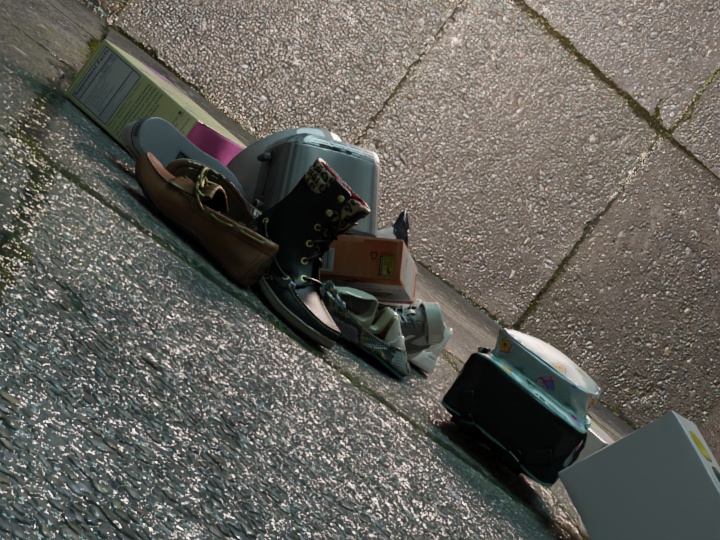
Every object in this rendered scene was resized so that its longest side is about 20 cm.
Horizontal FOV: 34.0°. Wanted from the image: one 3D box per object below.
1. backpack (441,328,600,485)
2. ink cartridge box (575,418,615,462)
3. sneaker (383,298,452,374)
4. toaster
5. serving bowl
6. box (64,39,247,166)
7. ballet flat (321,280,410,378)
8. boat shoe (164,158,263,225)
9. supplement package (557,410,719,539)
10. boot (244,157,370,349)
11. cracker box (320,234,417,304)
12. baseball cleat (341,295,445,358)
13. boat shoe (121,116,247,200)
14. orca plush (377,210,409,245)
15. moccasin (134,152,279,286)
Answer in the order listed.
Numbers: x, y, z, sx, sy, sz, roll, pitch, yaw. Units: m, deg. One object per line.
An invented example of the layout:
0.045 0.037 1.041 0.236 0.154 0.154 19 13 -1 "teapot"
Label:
0.206 0.166 1.466 0.175 0.154 0.200 34 -2 14 "backpack"
0.339 0.273 1.862 0.145 0.084 0.200 34 7 -40 "ink cartridge box"
0.068 0.073 1.750 0.075 0.081 0.200 31 8 -41 "sneaker"
-0.050 -0.101 1.561 0.198 0.131 0.113 12 -11 -30 "toaster"
-0.101 -0.114 1.683 0.200 0.199 0.066 30 33 -57 "serving bowl"
-0.282 -0.207 1.656 0.200 0.097 0.176 41 6 20 "box"
0.011 0.069 1.457 0.200 0.072 0.072 35 6 -38 "ballet flat"
-0.168 -0.064 1.445 0.202 0.075 0.075 39 -14 -24 "boat shoe"
0.347 0.270 1.360 0.153 0.150 0.200 64 15 20 "supplement package"
-0.050 -0.023 1.343 0.073 0.151 0.200 35 12 -51 "boot"
0.000 0.000 1.557 0.132 0.058 0.200 5 -9 9 "cracker box"
0.046 0.059 1.561 0.200 0.106 0.070 29 40 -56 "baseball cleat"
-0.224 -0.119 1.493 0.065 0.072 0.200 8 -25 50 "boat shoe"
-0.023 -0.048 1.698 0.071 0.198 0.106 -24 94 -76 "orca plush"
-0.175 -0.070 1.325 0.201 0.078 0.074 41 6 22 "moccasin"
